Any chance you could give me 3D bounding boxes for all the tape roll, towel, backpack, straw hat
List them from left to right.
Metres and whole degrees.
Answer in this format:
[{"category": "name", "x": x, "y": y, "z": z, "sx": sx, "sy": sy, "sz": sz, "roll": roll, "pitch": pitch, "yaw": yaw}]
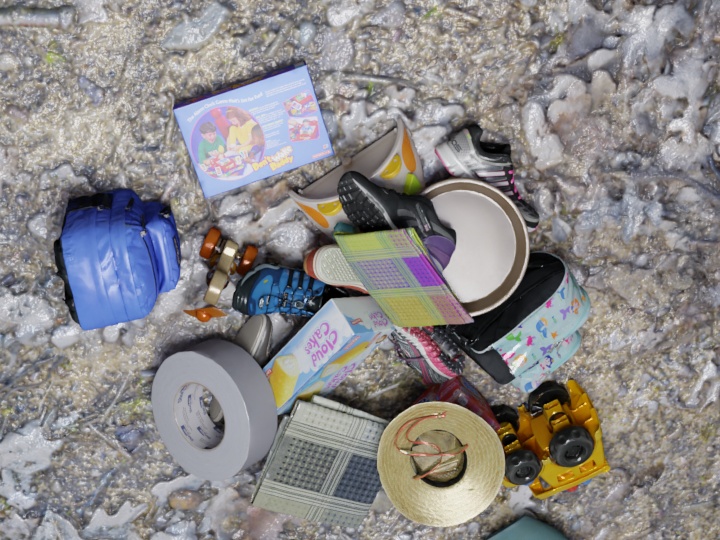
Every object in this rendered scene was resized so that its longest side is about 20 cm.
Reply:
[{"category": "backpack", "x": -0.335, "y": -0.021, "z": 1.309, "sx": 0.166, "sy": 0.200, "sz": 0.164, "roll": -13, "pitch": 110, "yaw": -2}, {"category": "tape roll", "x": -0.220, "y": 0.208, "z": 1.418, "sx": 0.198, "sy": 0.066, "sz": 0.203, "roll": 10, "pitch": 109, "yaw": 32}, {"category": "towel", "x": -0.049, "y": 0.292, "z": 1.439, "sx": 0.198, "sy": 0.035, "sz": 0.194, "roll": 19, "pitch": 106, "yaw": -24}, {"category": "towel", "x": 0.060, "y": 0.013, "z": 1.321, "sx": 0.142, "sy": 0.023, "sz": 0.201, "roll": -4, "pitch": 135, "yaw": 41}, {"category": "straw hat", "x": 0.116, "y": 0.275, "z": 1.430, "sx": 0.198, "sy": 0.085, "sz": 0.204, "roll": -1, "pitch": 103, "yaw": -4}, {"category": "backpack", "x": 0.248, "y": 0.072, "z": 1.435, "sx": 0.200, "sy": 0.177, "sz": 0.151, "roll": -46, "pitch": 112, "yaw": -2}]

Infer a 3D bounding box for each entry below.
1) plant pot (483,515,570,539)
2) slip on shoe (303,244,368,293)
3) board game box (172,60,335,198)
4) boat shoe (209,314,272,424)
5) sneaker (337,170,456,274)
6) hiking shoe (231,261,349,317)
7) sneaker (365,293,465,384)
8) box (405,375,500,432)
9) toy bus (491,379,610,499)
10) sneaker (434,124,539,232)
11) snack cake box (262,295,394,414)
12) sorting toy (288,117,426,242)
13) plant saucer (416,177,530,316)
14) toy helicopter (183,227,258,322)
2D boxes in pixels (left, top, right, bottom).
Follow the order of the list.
[{"category": "plant pot", "x": 0.277, "y": 0.496, "z": 1.599, "sx": 0.199, "sy": 0.200, "sz": 0.136, "roll": -32, "pitch": 75, "yaw": 4}, {"category": "slip on shoe", "x": 0.000, "y": 0.000, "z": 1.399, "sx": 0.198, "sy": 0.061, "sz": 0.075, "roll": 11, "pitch": 86, "yaw": -39}, {"category": "board game box", "x": -0.150, "y": -0.201, "z": 1.352, "sx": 0.198, "sy": 0.045, "sz": 0.136, "roll": -18, "pitch": 111, "yaw": -1}, {"category": "boat shoe", "x": -0.173, "y": 0.153, "z": 1.471, "sx": 0.056, "sy": 0.067, "sz": 0.201, "roll": 14, "pitch": 114, "yaw": -32}, {"category": "sneaker", "x": 0.053, "y": -0.078, "z": 1.315, "sx": 0.200, "sy": 0.075, "sz": 0.088, "roll": 44, "pitch": 62, "yaw": -20}, {"category": "hiking shoe", "x": -0.096, "y": 0.031, "z": 1.369, "sx": 0.199, "sy": 0.086, "sz": 0.075, "roll": -11, "pitch": 118, "yaw": -49}, {"category": "sneaker", "x": 0.074, "y": 0.103, "z": 1.477, "sx": 0.074, "sy": 0.081, "sz": 0.200, "roll": -31, "pitch": 105, "yaw": 37}, {"category": "box", "x": 0.116, "y": 0.268, "z": 1.526, "sx": 0.095, "sy": 0.100, "sz": 0.200, "roll": 41, "pitch": 99, "yaw": -18}, {"category": "toy bus", "x": 0.306, "y": 0.306, "z": 1.562, "sx": 0.198, "sy": 0.136, "sz": 0.193, "roll": -25, "pitch": 127, "yaw": 4}, {"category": "sneaker", "x": 0.205, "y": -0.140, "z": 1.405, "sx": 0.199, "sy": 0.074, "sz": 0.087, "roll": 41, "pitch": 106, "yaw": -14}, {"category": "snack cake box", "x": -0.056, "y": 0.126, "z": 1.414, "sx": 0.200, "sy": 0.114, "sz": 0.067, "roll": -46, "pitch": 65, "yaw": 26}, {"category": "sorting toy", "x": 0.028, "y": -0.088, "z": 1.404, "sx": 0.199, "sy": 0.107, "sz": 0.180, "roll": -33, "pitch": 130, "yaw": 5}, {"category": "plant saucer", "x": 0.145, "y": -0.033, "z": 1.376, "sx": 0.197, "sy": 0.029, "sz": 0.203, "roll": 0, "pitch": 96, "yaw": 1}, {"category": "toy helicopter", "x": -0.207, "y": 0.021, "z": 1.340, "sx": 0.078, "sy": 0.200, "sz": 0.133, "roll": 25, "pitch": 94, "yaw": -8}]
